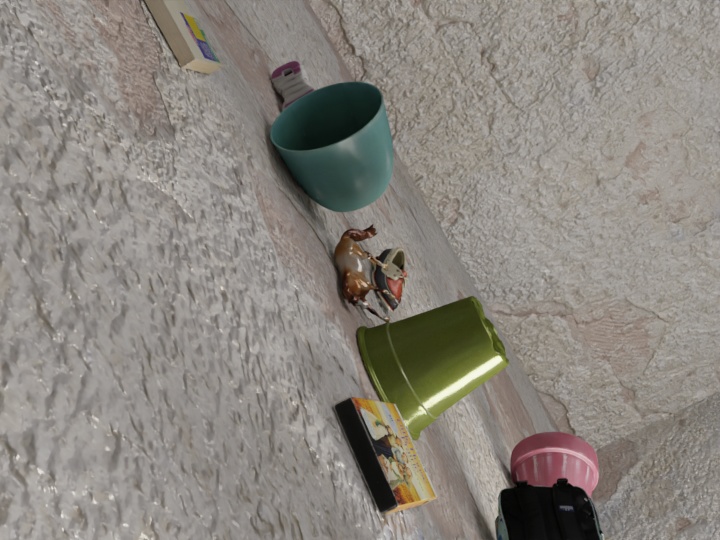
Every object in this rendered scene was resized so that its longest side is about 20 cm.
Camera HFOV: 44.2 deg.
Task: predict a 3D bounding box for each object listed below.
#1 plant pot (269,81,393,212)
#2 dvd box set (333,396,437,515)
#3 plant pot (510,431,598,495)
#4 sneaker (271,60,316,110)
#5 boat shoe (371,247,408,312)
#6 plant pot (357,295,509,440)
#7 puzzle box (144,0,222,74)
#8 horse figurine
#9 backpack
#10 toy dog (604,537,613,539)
[{"bbox_3d":[-0.034,-0.199,1.514,0.201,0.200,0.161,-104,174,-52],"label":"plant pot"},{"bbox_3d":[0.037,0.240,1.155,0.147,0.029,0.200,65,12,19],"label":"dvd box set"},{"bbox_3d":[0.439,0.496,2.004,0.200,0.199,0.179,56,28,-28],"label":"plant pot"},{"bbox_3d":[-0.113,-0.324,1.747,0.089,0.080,0.201,61,7,-49],"label":"sneaker"},{"bbox_3d":[0.063,0.014,1.750,0.071,0.062,0.200,59,12,-23],"label":"boat shoe"},{"bbox_3d":[0.124,0.134,1.397,0.200,0.189,0.200,57,12,-18],"label":"plant pot"},{"bbox_3d":[-0.273,-0.377,1.265,0.201,0.025,0.133,61,11,-3],"label":"puzzle box"},{"bbox_3d":[0.000,0.000,1.494,0.132,0.050,0.201,27,40,-41],"label":"horse figurine"},{"bbox_3d":[0.317,0.469,1.489,0.200,0.177,0.151,-93,-178,-65],"label":"backpack"},{"bbox_3d":[0.605,0.729,2.291,0.200,0.139,0.194,56,-1,-26],"label":"toy dog"}]
